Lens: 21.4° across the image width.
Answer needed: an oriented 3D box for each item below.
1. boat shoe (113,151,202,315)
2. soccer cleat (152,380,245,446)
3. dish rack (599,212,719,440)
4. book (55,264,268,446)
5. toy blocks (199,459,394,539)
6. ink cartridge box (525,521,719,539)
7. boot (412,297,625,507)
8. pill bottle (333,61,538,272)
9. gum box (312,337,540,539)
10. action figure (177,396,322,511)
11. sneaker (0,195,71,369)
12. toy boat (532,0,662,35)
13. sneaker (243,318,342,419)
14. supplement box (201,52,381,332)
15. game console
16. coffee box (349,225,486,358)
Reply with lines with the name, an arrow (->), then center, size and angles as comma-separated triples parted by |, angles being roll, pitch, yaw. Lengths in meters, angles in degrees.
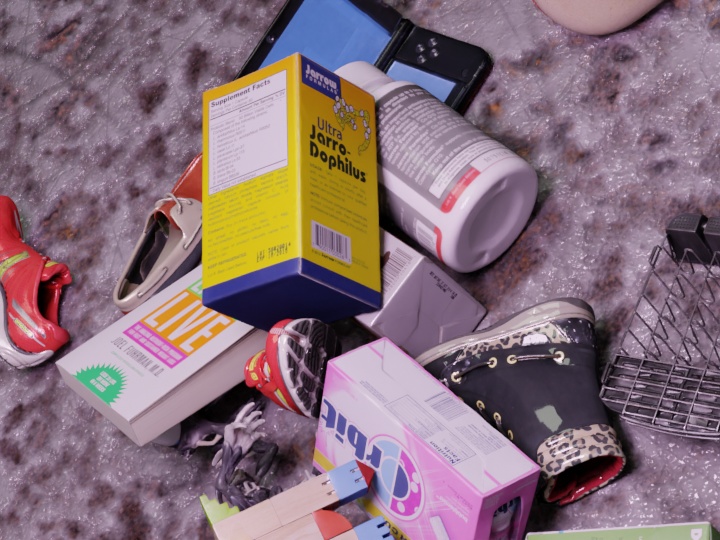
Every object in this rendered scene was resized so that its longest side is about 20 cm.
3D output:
boat shoe -> -0.182, -0.037, 1.867 | 0.071, 0.063, 0.201 | 8, 66, 39
soccer cleat -> -0.137, 0.074, 1.749 | 0.200, 0.086, 0.070 | -51, 47, -4
dish rack -> 0.281, 0.045, 1.497 | 0.153, 0.055, 0.201 | 8, 62, 38
book -> -0.154, 0.063, 1.694 | 0.200, 0.048, 0.133 | -36, 40, -22
toy blocks -> -0.024, 0.244, 1.497 | 0.136, 0.100, 0.201 | -23, 71, -10
ink cartridge box -> 0.229, 0.230, 1.390 | 0.199, 0.104, 0.060 | -9, 58, 30
boot -> 0.115, 0.126, 1.556 | 0.203, 0.073, 0.154 | -27, 53, 20
pill bottle -> 0.050, -0.097, 1.685 | 0.200, 0.114, 0.114 | 39, 87, 29
gum box -> 0.053, 0.160, 1.525 | 0.066, 0.114, 0.200 | -21, 46, -35
action figure -> -0.081, 0.167, 1.634 | 0.102, 0.119, 0.200 | -59, 40, 8
sneaker -> -0.337, 0.006, 1.937 | 0.085, 0.077, 0.201 | -24, 61, 11
toy boat -> 0.236, -0.309, 1.734 | 0.200, 0.131, 0.131 | -36, 18, 9
sneaker -> -0.061, 0.089, 1.610 | 0.085, 0.200, 0.077 | 10, 73, 13
supplement box -> -0.058, -0.061, 1.600 | 0.109, 0.109, 0.201 | -17, 63, 35
game console -> -0.007, -0.170, 1.793 | 0.172, 0.119, 0.200 | 25, 78, 42
coffee box -> 0.000, 0.000, 1.685 | 0.080, 0.114, 0.200 | -53, 46, -3
